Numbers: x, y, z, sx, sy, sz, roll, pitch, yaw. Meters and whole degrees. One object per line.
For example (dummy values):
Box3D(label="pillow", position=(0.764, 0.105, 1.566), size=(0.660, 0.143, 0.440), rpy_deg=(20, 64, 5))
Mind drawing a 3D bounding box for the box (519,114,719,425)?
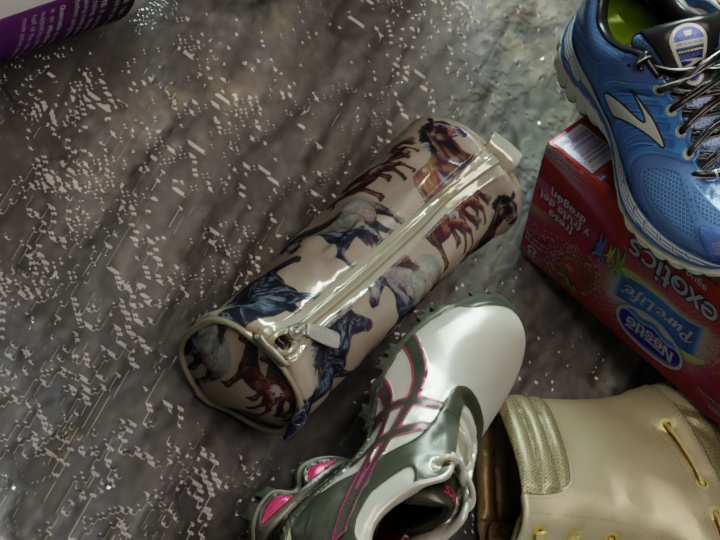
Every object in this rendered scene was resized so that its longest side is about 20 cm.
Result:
Box3D(label="box", position=(0.192, -0.003, 1.387), size=(0.100, 0.096, 0.200), rpy_deg=(-35, 64, -30))

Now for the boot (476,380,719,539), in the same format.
Box3D(label="boot", position=(0.143, 0.154, 1.363), size=(0.155, 0.073, 0.201), rpy_deg=(-2, 71, -26))

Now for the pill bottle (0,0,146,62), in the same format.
Box3D(label="pill bottle", position=(-0.178, -0.164, 1.298), size=(0.199, 0.112, 0.113), rpy_deg=(-23, 84, -30))

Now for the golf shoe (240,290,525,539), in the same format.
Box3D(label="golf shoe", position=(0.033, 0.094, 1.293), size=(0.200, 0.088, 0.077), rpy_deg=(-49, 129, -26))

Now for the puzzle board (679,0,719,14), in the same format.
Box3D(label="puzzle board", position=(0.254, -0.112, 1.461), size=(0.200, 0.017, 0.151), rpy_deg=(38, 60, 7))

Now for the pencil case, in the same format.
Box3D(label="pencil case", position=(0.000, 0.000, 1.339), size=(0.200, 0.089, 0.078), rpy_deg=(-43, 107, -30))

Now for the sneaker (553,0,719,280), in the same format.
Box3D(label="sneaker", position=(0.160, -0.080, 1.324), size=(0.078, 0.089, 0.200), rpy_deg=(-18, 56, -19))
